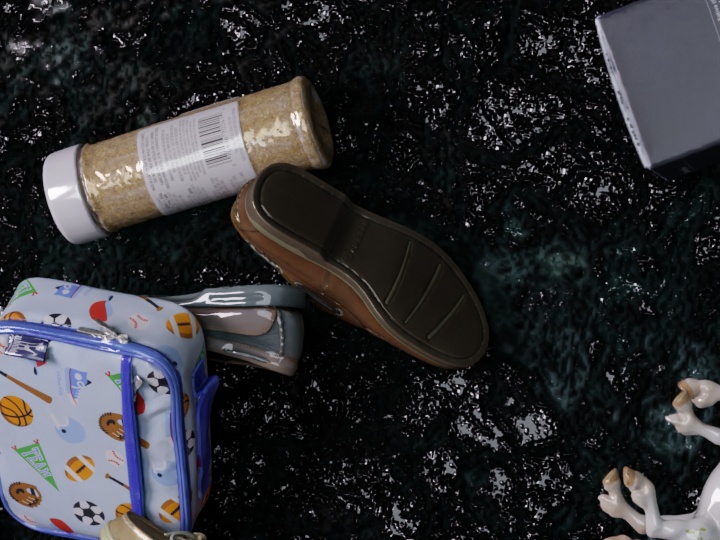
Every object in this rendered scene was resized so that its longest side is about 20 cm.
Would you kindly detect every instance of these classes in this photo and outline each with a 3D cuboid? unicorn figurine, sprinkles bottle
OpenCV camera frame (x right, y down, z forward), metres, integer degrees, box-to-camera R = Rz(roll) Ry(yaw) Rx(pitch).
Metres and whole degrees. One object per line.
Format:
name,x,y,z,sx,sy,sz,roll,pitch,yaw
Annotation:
unicorn figurine,0.252,0.139,1.367,0.137,0.074,0.200,37,112,1
sprinkles bottle,-0.121,-0.077,1.445,0.199,0.068,0.069,-16,86,12

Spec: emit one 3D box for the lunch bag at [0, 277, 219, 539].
lunch bag,-0.175,0.100,1.409,0.159,0.076,0.201,12,129,15

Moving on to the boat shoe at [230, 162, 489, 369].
boat shoe,0.000,0.000,1.421,0.200,0.068,0.072,40,63,-7

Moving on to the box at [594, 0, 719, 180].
box,0.263,-0.141,1.320,0.199,0.148,0.105,-19,86,11

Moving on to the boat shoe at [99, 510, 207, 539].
boat shoe,-0.082,0.213,1.373,0.200,0.073,0.063,32,93,17

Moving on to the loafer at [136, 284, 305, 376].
loafer,-0.128,0.047,1.427,0.199,0.072,0.063,-6,83,29
